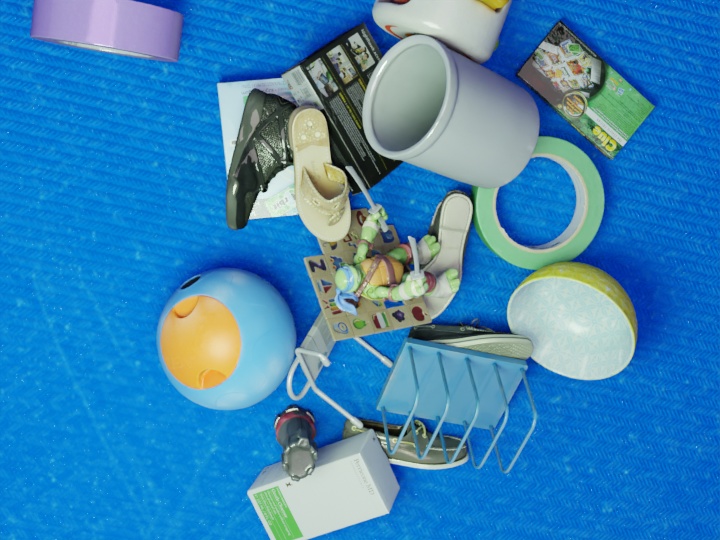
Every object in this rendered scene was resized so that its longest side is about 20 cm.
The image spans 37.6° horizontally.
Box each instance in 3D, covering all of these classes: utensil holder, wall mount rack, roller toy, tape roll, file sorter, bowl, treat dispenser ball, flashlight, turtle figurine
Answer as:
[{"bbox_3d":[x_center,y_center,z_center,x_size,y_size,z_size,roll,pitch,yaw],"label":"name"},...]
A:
[{"bbox_3d":[0.131,-0.216,1.480,0.199,0.169,0.172,14,98,-40],"label":"utensil holder"},{"bbox_3d":[-0.026,0.129,1.563,0.074,0.201,0.175,10,143,28],"label":"wall mount rack"},{"bbox_3d":[0.119,-0.384,1.480,0.181,0.200,0.141,22,95,6],"label":"roller toy"},{"bbox_3d":[0.268,-0.103,1.606,0.198,0.048,0.203,-1,98,-6],"label":"tape roll"},{"bbox_3d":[0.143,0.207,1.562,0.198,0.123,0.140,11,125,-16],"label":"file sorter"},{"bbox_3d":[-0.343,-0.332,1.435,0.198,0.200,0.066,8,97,-7],"label":"tape roll"},{"bbox_3d":[0.330,0.056,1.592,0.200,0.200,0.108,44,49,-9],"label":"bowl"},{"bbox_3d":[-0.191,0.097,1.510,0.199,0.201,0.203,-1,98,-6],"label":"treat dispenser ball"},{"bbox_3d":[-0.093,0.253,1.542,0.068,0.200,0.068,-35,101,1],"label":"flashlight"},{"bbox_3d":[0.064,-0.025,1.476,0.193,0.143,0.202,0,108,-48],"label":"turtle figurine"}]

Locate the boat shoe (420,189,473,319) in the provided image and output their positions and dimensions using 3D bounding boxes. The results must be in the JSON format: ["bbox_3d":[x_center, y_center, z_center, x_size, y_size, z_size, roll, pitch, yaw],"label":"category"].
[{"bbox_3d":[0.126,-0.024,1.605,0.066,0.057,0.202,15,101,-5],"label":"boat shoe"}]

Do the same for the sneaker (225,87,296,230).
[{"bbox_3d":[-0.127,-0.147,1.500,0.113,0.076,0.201,16,91,-1],"label":"sneaker"}]

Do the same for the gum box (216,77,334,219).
[{"bbox_3d":[-0.117,-0.181,1.557,0.168,0.045,0.202,-6,98,-5],"label":"gum box"}]

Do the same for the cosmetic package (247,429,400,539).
[{"bbox_3d":[-0.054,0.328,1.583,0.199,0.085,0.108,-24,99,22],"label":"cosmetic package"}]

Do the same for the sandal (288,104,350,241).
[{"bbox_3d":[-0.052,-0.119,1.463,0.077,0.070,0.213,-19,120,-11],"label":"sandal"}]

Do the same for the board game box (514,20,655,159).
[{"bbox_3d":[0.341,-0.272,1.602,0.200,0.023,0.105,40,90,-9],"label":"board game box"}]

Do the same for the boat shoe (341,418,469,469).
[{"bbox_3d":[0.070,0.263,1.624,0.199,0.072,0.061,4,102,-2],"label":"boat shoe"}]

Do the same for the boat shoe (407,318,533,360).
[{"bbox_3d":[0.164,0.109,1.609,0.198,0.063,0.075,-1,136,2],"label":"boat shoe"}]

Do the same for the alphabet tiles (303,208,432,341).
[{"bbox_3d":[0.000,0.000,1.542,0.166,0.008,0.202,-9,65,-29],"label":"alphabet tiles"}]

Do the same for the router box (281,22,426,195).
[{"bbox_3d":[-0.004,-0.232,1.517,0.149,0.051,0.201,-40,106,-35],"label":"router box"}]
